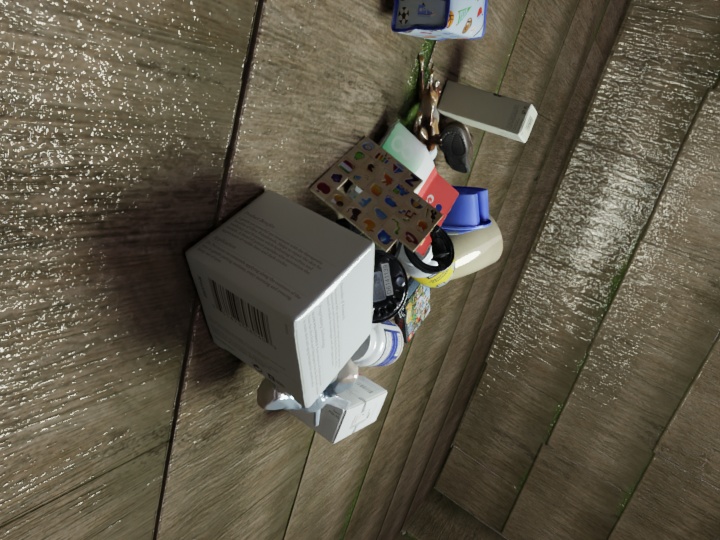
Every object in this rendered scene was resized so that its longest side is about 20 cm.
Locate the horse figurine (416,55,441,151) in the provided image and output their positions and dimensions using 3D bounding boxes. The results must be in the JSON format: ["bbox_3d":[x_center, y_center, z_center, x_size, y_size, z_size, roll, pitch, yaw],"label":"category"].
[{"bbox_3d":[0.133,-0.310,1.004,0.133,0.049,0.204,65,25,-65],"label":"horse figurine"}]

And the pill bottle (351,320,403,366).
[{"bbox_3d":[0.018,0.162,1.189,0.118,0.114,0.199,-64,155,1],"label":"pill bottle"}]

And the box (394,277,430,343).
[{"bbox_3d":[0.151,0.103,1.485,0.137,0.037,0.202,-52,152,-26],"label":"box"}]

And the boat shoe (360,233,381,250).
[{"bbox_3d":[0.000,0.000,1.059,0.203,0.071,0.060,-56,153,1],"label":"boat shoe"}]

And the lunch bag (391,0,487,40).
[{"bbox_3d":[0.138,-0.486,0.825,0.169,0.122,0.205,-25,121,-54],"label":"lunch bag"}]

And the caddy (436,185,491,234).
[{"bbox_3d":[0.208,-0.136,1.204,0.140,0.197,0.107,-22,116,-52],"label":"caddy"}]

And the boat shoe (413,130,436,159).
[{"bbox_3d":[0.086,-0.217,1.043,0.201,0.071,0.072,-54,138,-30],"label":"boat shoe"}]

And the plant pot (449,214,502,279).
[{"bbox_3d":[0.252,-0.056,1.404,0.198,0.187,0.190,-31,142,-27],"label":"plant pot"}]

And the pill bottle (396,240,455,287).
[{"bbox_3d":[0.148,-0.032,1.185,0.114,0.111,0.200,-63,155,-1],"label":"pill bottle"}]

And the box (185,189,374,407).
[{"bbox_3d":[-0.104,0.036,0.735,0.171,0.197,0.202,-45,150,-34],"label":"box"}]

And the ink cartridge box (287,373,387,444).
[{"bbox_3d":[-0.052,0.279,1.122,0.199,0.145,0.084,3,112,-62],"label":"ink cartridge box"}]

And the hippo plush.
[{"bbox_3d":[-0.089,0.144,0.881,0.158,0.163,0.199,-31,145,17],"label":"hippo plush"}]

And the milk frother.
[{"bbox_3d":[0.043,-0.005,0.927,0.188,0.195,0.185,-168,-96,-74],"label":"milk frother"}]

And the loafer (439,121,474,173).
[{"bbox_3d":[0.237,-0.309,1.248,0.200,0.072,0.072,46,64,-70],"label":"loafer"}]

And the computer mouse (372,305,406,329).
[{"bbox_3d":[0.022,0.093,1.054,0.198,0.044,0.112,-32,130,-31],"label":"computer mouse"}]

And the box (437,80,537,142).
[{"bbox_3d":[0.273,-0.345,1.118,0.082,0.198,0.070,-1,115,-63],"label":"box"}]

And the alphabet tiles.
[{"bbox_3d":[0.039,-0.125,0.877,0.167,0.199,0.008,-47,172,-31],"label":"alphabet tiles"}]

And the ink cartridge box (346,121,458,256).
[{"bbox_3d":[0.093,-0.152,0.980,0.163,0.199,0.050,-57,-165,-15],"label":"ink cartridge box"}]

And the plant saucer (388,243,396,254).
[{"bbox_3d":[0.065,-0.055,1.174,0.200,0.036,0.203,-45,148,-37],"label":"plant saucer"}]
